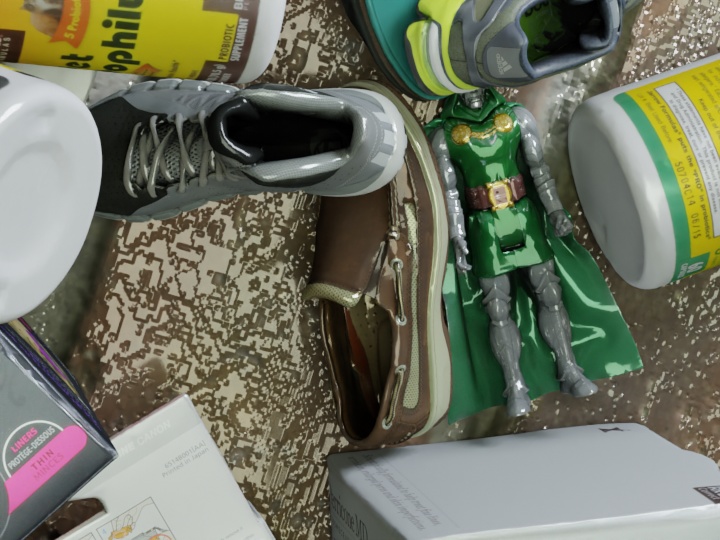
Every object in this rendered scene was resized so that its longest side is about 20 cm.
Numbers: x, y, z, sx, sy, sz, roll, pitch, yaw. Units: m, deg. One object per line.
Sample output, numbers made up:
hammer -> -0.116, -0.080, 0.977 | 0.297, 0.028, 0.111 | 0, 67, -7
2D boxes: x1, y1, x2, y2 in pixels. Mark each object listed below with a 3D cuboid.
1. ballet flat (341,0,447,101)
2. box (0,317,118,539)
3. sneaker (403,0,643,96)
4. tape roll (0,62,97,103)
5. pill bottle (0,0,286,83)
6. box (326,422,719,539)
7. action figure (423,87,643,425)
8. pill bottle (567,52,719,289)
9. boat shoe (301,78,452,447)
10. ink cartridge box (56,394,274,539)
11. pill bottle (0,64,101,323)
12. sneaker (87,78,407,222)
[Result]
ballet flat -> 0.005, -0.186, 1.180 | 0.068, 0.068, 0.201 | -31, 121, -17
box -> -0.210, 0.075, 1.106 | 0.122, 0.200, 0.106 | -42, 105, -4
sneaker -> 0.119, -0.145, 1.190 | 0.200, 0.081, 0.074 | -35, 123, -31
tape roll -> -0.235, -0.130, 1.136 | 0.201, 0.071, 0.203 | -2, 99, -13
pill bottle -> -0.139, -0.152, 1.062 | 0.199, 0.109, 0.110 | 4, 98, -14
box -> 0.099, 0.173, 1.197 | 0.199, 0.199, 0.131 | -5, 99, -12
action figure -> 0.081, -0.021, 1.241 | 0.118, 0.055, 0.201 | -17, 98, -8
pill bottle -> 0.228, -0.072, 1.236 | 0.199, 0.113, 0.113 | -20, 103, -11
boat shoe -> 0.005, 0.000, 1.200 | 0.075, 0.074, 0.203 | -22, 106, -48
ink cartridge box -> -0.141, 0.187, 1.213 | 0.200, 0.045, 0.177 | -31, 105, -8
pill bottle -> -0.228, -0.058, 1.009 | 0.199, 0.114, 0.115 | 21, 94, 26
sneaker -> -0.082, -0.069, 1.132 | 0.199, 0.115, 0.075 | -6, 88, 11
